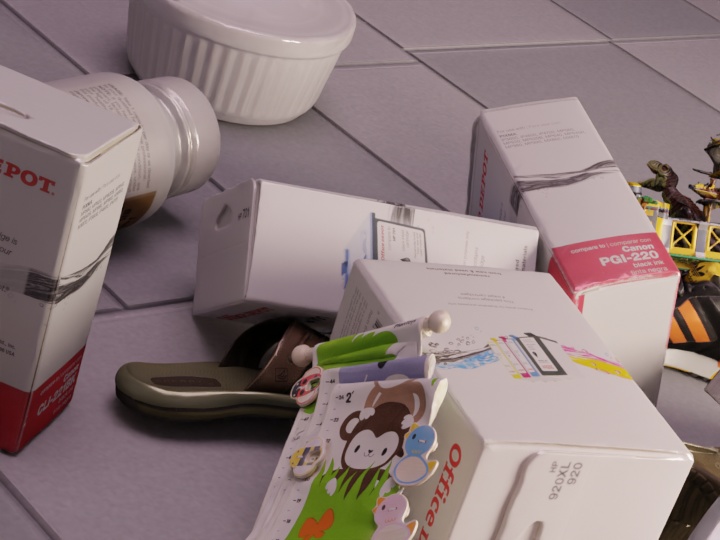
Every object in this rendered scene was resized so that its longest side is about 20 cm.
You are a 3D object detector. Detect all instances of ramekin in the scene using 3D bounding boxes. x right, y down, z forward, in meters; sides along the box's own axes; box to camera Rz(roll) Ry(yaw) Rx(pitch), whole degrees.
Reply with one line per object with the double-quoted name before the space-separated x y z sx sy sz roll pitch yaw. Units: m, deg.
"ramekin" -0.112 -0.203 1.762 0.202 0.094 0.203 15 27 -8

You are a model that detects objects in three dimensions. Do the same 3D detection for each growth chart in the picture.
"growth chart" -0.009 0.104 1.117 0.018 0.144 0.200 44 45 -28

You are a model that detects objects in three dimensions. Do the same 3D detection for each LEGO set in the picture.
"LEGO set" 0.257 -0.063 1.609 0.153 0.116 0.200 7 -3 5

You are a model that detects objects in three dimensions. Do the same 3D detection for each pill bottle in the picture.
"pill bottle" -0.198 -0.081 1.449 0.114 0.115 0.200 33 30 27

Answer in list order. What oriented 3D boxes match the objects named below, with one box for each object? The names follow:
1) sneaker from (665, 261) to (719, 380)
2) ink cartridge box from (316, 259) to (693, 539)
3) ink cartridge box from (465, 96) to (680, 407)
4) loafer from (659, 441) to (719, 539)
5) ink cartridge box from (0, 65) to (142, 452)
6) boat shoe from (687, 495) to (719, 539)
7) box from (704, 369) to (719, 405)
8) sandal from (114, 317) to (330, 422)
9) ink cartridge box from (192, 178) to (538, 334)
"sneaker" 0.233 0.026 1.540 0.199 0.090 0.070 12 27 -12
"ink cartridge box" 0.074 0.108 1.217 0.144 0.148 0.200 4 30 -26
"ink cartridge box" 0.144 -0.005 1.434 0.085 0.146 0.200 -11 44 -14
"loafer" 0.216 0.150 1.318 0.200 0.076 0.067 21 18 -22
"ink cartridge box" -0.229 -0.016 1.207 0.144 0.200 0.084 23 27 10
"boat shoe" 0.219 0.193 1.207 0.065 0.074 0.200 35 55 3
"box" 0.335 0.146 1.345 0.158 0.048 0.200 36 9 -42
"sandal" -0.059 0.061 1.307 0.200 0.058 0.080 -1 13 -30
"ink cartridge box" 0.000 0.000 1.382 0.199 0.086 0.146 7 -7 -18
